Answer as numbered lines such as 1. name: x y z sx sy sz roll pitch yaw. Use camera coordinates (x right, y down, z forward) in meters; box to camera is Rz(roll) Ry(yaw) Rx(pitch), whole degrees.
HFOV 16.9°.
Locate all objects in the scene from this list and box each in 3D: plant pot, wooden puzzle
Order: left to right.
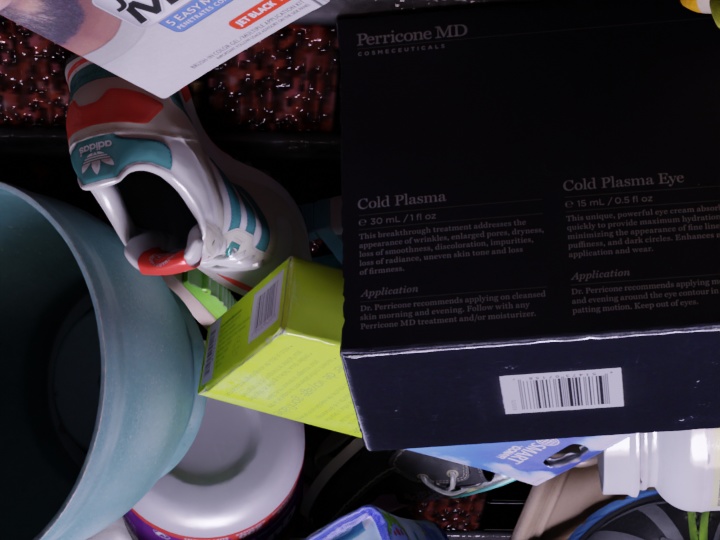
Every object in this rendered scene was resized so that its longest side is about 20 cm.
1. plant pot: -0.165 0.056 1.274 0.200 0.200 0.134 -22 164 32
2. wooden puzzle: 0.175 0.115 1.478 0.185 0.037 0.200 -19 158 -19

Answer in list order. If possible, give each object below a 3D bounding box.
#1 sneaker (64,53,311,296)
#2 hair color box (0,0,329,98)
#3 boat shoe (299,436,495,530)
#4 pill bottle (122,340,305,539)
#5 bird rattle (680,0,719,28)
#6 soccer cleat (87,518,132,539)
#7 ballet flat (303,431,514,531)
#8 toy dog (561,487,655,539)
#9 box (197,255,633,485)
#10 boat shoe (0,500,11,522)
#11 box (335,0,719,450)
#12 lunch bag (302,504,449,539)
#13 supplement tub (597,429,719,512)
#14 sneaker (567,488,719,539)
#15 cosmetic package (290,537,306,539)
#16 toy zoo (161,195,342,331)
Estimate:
1. sneaker: -0.087 -0.023 1.200 0.070 0.093 0.200 -14 141 20
2. hair color box: -0.119 -0.154 1.013 0.200 0.064 0.111 27 141 -37
3. boat shoe: 0.045 0.101 1.403 0.200 0.068 0.072 -38 169 24
4. pill bottle: -0.089 0.120 1.427 0.112 0.113 0.200 0 161 -1
5. bird rattle: 0.224 -0.148 1.038 0.200 0.113 0.163 -3 165 -24
6. soccer cleat: -0.200 0.166 1.584 0.069 0.078 0.200 -27 -171 -40
7. ballet flat: 0.034 0.108 1.488 0.200 0.069 0.071 -22 119 32
8. toy dog: 0.189 0.175 1.447 0.200 0.096 0.132 -39 156 28
9. box: 0.031 0.055 1.251 0.200 0.048 0.122 16 156 -19
10. boat shoe: -0.225 0.144 1.335 0.060 0.200 0.076 -7 139 -41
11. box: 0.093 -0.024 1.128 0.200 0.182 0.104 -4 151 6
12. lunch bag: -0.035 0.225 1.405 0.200 0.127 0.170 -32 164 8
13. supplement tub: 0.227 0.056 1.309 0.200 0.145 0.145 -3 150 3
14. sneaker: 0.194 0.161 1.344 0.200 0.083 0.071 -17 124 -6
15. cosmetic package: -0.007 0.216 1.600 0.101 0.071 0.200 -1 170 -1
16. toy zoo: 0.000 0.000 1.329 0.200 0.020 0.131 -11 149 18
